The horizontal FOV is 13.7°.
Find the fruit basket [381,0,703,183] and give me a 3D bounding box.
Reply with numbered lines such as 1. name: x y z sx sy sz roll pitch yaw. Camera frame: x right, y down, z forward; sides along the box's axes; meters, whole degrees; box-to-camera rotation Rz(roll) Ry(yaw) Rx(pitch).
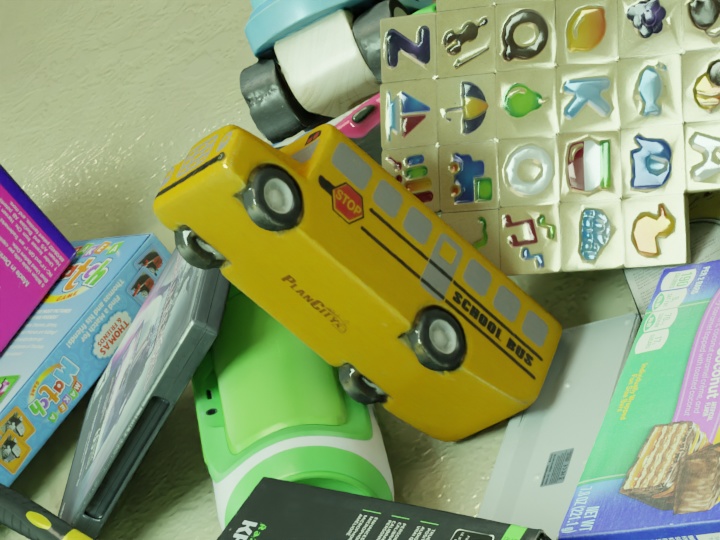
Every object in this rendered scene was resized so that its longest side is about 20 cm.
1. fruit basket: 0.129 -0.128 1.547 0.216 0.156 0.216 -26 -11 -5

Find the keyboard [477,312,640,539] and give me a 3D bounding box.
1. keyboard: 0.086 0.095 1.401 0.056 0.011 0.200 -10 39 30

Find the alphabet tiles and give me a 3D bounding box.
1. alphabet tiles: 0.096 -0.082 1.442 0.200 0.006 0.166 -4 85 31

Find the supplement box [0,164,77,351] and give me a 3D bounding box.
1. supplement box: -0.269 0.030 1.676 0.101 0.103 0.200 -8 38 51

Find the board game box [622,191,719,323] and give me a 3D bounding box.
1. board game box: 0.216 -0.045 1.435 0.200 0.035 0.136 -30 31 11

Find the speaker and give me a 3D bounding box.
1. speaker: -0.036 0.073 1.479 0.088 0.088 0.200 -31 30 10

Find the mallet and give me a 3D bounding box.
1. mallet: -0.133 0.132 1.492 0.066 0.041 0.200 -43 48 -15

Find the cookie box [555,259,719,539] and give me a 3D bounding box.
1. cookie box: 0.204 0.065 1.254 0.200 0.075 0.171 -11 38 36

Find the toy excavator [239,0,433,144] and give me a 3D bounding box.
1. toy excavator: -0.015 -0.179 1.737 0.100 0.200 0.194 -24 -10 20

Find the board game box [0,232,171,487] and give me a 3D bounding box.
1. board game box: -0.205 0.063 1.696 0.151 0.037 0.200 -4 43 55

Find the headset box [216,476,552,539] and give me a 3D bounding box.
1. headset box: 0.000 0.192 1.260 0.200 0.093 0.174 7 55 50

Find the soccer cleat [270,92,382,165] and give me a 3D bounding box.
1. soccer cleat: 0.007 -0.055 1.632 0.200 0.086 0.070 -17 76 -1

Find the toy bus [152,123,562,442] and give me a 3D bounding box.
1. toy bus: 0.000 0.000 1.419 0.065 0.200 0.078 -28 29 46

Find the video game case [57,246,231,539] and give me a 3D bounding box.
1. video game case: -0.109 0.050 1.546 0.143 0.019 0.200 -80 17 -51
